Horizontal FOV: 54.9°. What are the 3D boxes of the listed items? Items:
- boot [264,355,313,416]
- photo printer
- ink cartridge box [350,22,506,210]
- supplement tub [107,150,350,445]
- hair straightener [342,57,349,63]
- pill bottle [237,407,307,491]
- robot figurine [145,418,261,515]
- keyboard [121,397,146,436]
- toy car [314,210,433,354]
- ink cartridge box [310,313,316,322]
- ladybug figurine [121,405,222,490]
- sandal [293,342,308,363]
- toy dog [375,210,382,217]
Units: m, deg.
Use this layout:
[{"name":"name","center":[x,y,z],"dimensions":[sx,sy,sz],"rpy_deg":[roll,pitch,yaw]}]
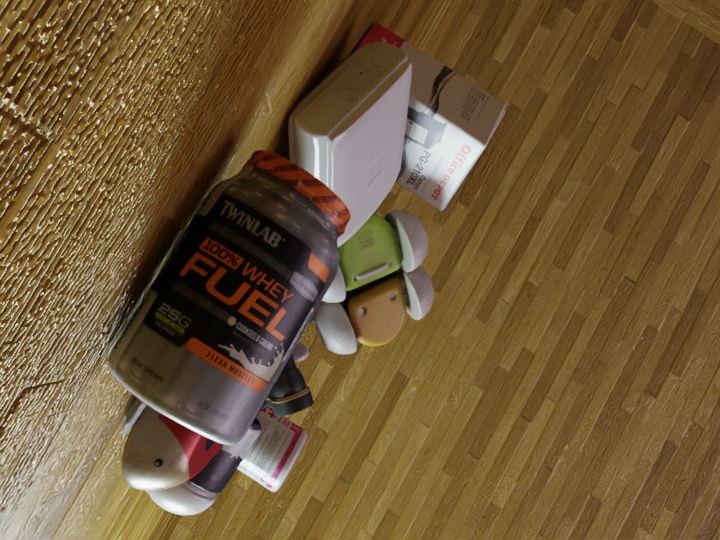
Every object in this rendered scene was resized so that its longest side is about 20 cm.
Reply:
[{"name":"boot","center":[-0.130,0.126,1.024],"dimensions":[0.076,0.142,0.199],"rpy_deg":[-18,-175,-27]},{"name":"photo printer","center":[-0.012,-0.125,0.777],"dimensions":[0.167,0.068,0.203],"rpy_deg":[-49,158,-32]},{"name":"ink cartridge box","center":[0.066,-0.193,0.896],"dimensions":[0.085,0.197,0.145],"rpy_deg":[-58,180,-33]},{"name":"supplement tub","center":[-0.095,0.018,0.542],"dimensions":[0.203,0.121,0.123],"rpy_deg":[-61,-179,-10]},{"name":"hair straightener","center":[-0.052,-0.156,0.829],"dimensions":[0.077,0.040,0.204],"rpy_deg":[-62,177,-78]},{"name":"pill bottle","center":[-0.198,0.273,1.177],"dimensions":[0.115,0.197,0.113],"rpy_deg":[-58,-179,1]},{"name":"robot figurine","center":[-0.217,0.232,0.957],"dimensions":[0.202,0.149,0.125],"rpy_deg":[-56,-166,-7]},{"name":"keyboard","center":[-0.198,0.088,0.758],"dimensions":[0.202,0.010,0.057],"rpy_deg":[-60,180,-32]},{"name":"toy car","center":[0.000,0.000,0.966],"dimensions":[0.171,0.150,0.204],"rpy_deg":[-23,126,-15]},{"name":"ink cartridge box","center":[-0.082,0.048,1.110],"dimensions":[0.197,0.051,0.109],"rpy_deg":[-34,-172,7]},{"name":"ladybug figurine","center":[-0.196,0.176,0.816],"dimensions":[0.201,0.070,0.138],"rpy_deg":[-53,156,-47]},{"name":"sandal","center":[-0.155,0.149,1.156],"dimensions":[0.078,0.061,0.204],"rpy_deg":[-14,-167,-34]},{"name":"toy dog","center":[-0.042,-0.099,1.187],"dimensions":[0.192,0.139,0.203],"rpy_deg":[9,118,-54]}]
